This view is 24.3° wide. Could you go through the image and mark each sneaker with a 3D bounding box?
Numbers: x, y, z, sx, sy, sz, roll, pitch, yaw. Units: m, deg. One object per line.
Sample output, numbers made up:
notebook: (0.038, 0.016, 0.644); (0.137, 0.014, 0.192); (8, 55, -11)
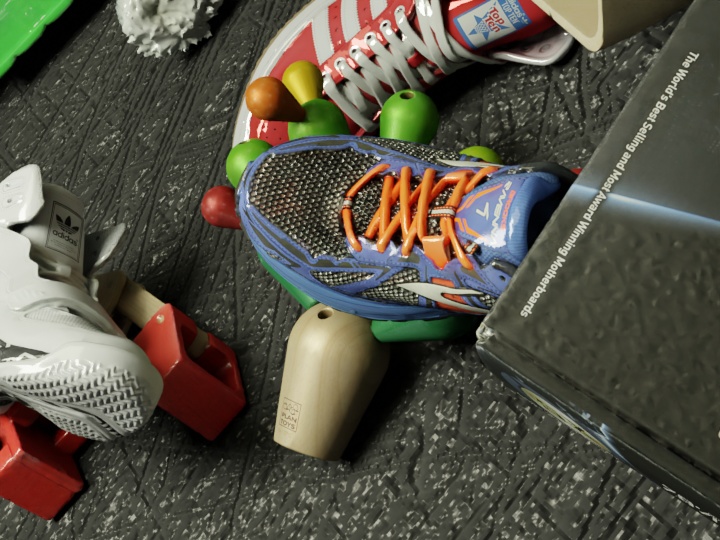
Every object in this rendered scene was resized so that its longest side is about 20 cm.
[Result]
sneaker: (0.048, -0.016, 0.622); (0.199, 0.078, 0.076); (12, 73, 11)
sneaker: (0.025, -0.102, 0.793); (0.200, 0.071, 0.112); (-51, 35, -1)
sneaker: (-0.147, 0.011, 0.798); (0.199, 0.075, 0.115); (2, 63, 50)

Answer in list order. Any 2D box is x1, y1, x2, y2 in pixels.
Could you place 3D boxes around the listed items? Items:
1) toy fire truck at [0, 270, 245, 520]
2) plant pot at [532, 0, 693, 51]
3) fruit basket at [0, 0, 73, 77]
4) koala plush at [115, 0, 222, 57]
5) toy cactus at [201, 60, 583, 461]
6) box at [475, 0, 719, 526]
toy fire truck: (-0.147, 0.049, 0.871); (0.141, 0.049, 0.200); (-47, 38, 7)
plant pot: (0.125, -0.238, 0.683); (0.176, 0.201, 0.200); (-18, 37, -14)
fruit basket: (-0.247, -0.223, 1.148); (0.185, 0.094, 0.200); (-43, 36, 13)
koala plush: (-0.109, -0.239, 0.976); (0.177, 0.184, 0.200); (42, 109, 21)
toy cactus: (0.000, 0.000, 0.726); (0.199, 0.102, 0.166); (18, 91, 30)
box: (0.158, -0.010, 0.514); (0.163, 0.086, 0.200); (33, 86, 17)
